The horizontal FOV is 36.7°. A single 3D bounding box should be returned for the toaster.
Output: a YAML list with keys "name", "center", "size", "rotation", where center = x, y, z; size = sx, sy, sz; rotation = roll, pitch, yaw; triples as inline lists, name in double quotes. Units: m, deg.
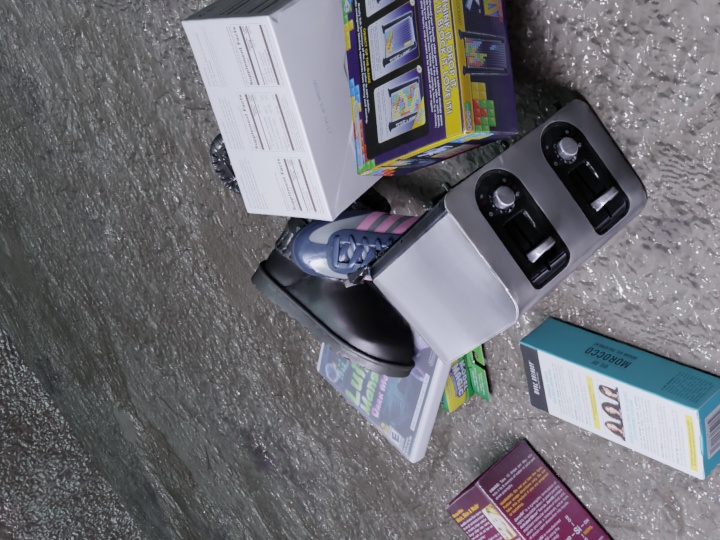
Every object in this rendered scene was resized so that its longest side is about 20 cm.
- name: "toaster"
  center: [0.116, -0.027, 0.923]
  size: [0.119, 0.181, 0.200]
  rotation: [52, 150, 3]

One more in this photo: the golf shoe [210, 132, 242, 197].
- name: "golf shoe"
  center: [-0.102, -0.127, 1.158]
  size: [0.078, 0.200, 0.095]
  rotation: [-45, 64, 19]

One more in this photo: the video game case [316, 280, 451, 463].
- name: "video game case"
  center: [0.025, 0.090, 1.226]
  size: [0.182, 0.023, 0.200]
  rotation: [41, 135, 34]

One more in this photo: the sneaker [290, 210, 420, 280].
- name: "sneaker"
  center: [0.028, -0.021, 1.052]
  size: [0.082, 0.199, 0.070]
  rotation: [-77, -16, -79]

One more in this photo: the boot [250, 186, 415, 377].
- name: "boot"
  center: [-0.001, 0.000, 1.140]
  size: [0.211, 0.079, 0.158]
  rotation: [35, 108, 5]

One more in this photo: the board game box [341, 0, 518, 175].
- name: "board game box"
  center: [0.051, -0.192, 0.899]
  size: [0.165, 0.057, 0.201]
  rotation: [-12, 82, 58]

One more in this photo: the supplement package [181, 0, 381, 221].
- name: "supplement package"
  center: [-0.052, -0.174, 1.032]
  size: [0.111, 0.156, 0.200]
  rotation: [7, 126, 37]

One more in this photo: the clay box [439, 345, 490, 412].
- name: "clay box"
  center: [0.059, 0.084, 1.254]
  size: [0.200, 0.048, 0.115]
  rotation: [22, 134, 47]

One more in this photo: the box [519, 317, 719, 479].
- name: "box"
  center: [0.243, 0.115, 1.011]
  size: [0.200, 0.049, 0.082]
  rotation: [21, 136, 46]

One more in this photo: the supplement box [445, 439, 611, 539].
- name: "supplement box"
  center: [0.204, 0.306, 1.224]
  size: [0.200, 0.086, 0.110]
  rotation: [49, 151, 11]
